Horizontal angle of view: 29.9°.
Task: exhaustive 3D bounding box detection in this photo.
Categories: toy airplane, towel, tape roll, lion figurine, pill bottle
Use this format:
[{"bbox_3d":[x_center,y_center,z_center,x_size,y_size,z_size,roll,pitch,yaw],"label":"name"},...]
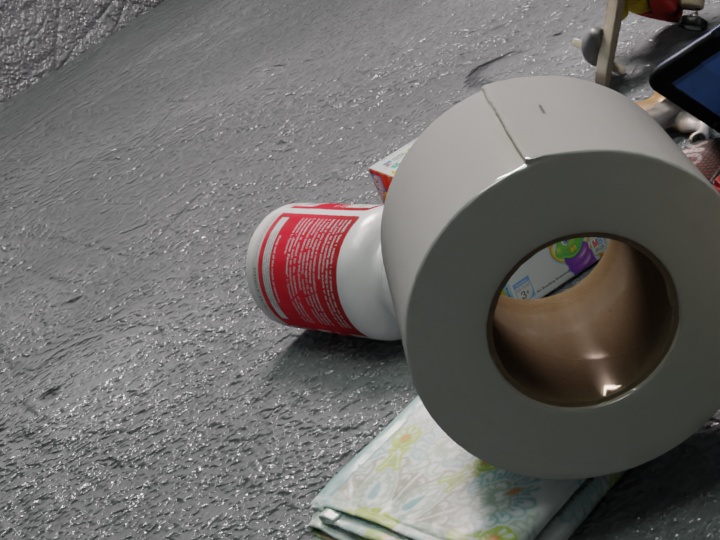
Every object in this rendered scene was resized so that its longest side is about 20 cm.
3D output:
[{"bbox_3d":[0.274,-0.316,1.420,0.140,0.200,0.200,9,42,39],"label":"toy airplane"},{"bbox_3d":[0.081,0.128,0.868,0.171,0.048,0.200,7,39,48],"label":"towel"},{"bbox_3d":[0.116,0.001,0.792,0.202,0.204,0.139,-23,23,6],"label":"tape roll"},{"bbox_3d":[0.256,-0.138,1.245,0.198,0.073,0.123,-12,15,-3],"label":"lion figurine"},{"bbox_3d":[0.000,0.000,1.141,0.112,0.113,0.199,-39,26,-30],"label":"pill bottle"}]

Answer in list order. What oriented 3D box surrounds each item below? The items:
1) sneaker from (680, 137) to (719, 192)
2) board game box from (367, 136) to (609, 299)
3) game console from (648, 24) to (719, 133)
[{"bbox_3d":[0.252,-0.045,1.027,0.200,0.071,0.098,-33,24,-22],"label":"sneaker"},{"bbox_3d":[0.108,-0.055,1.156,0.105,0.103,0.200,-32,23,-14],"label":"board game box"},{"bbox_3d":[0.345,-0.121,0.988,0.119,0.199,0.171,-59,44,13],"label":"game console"}]
